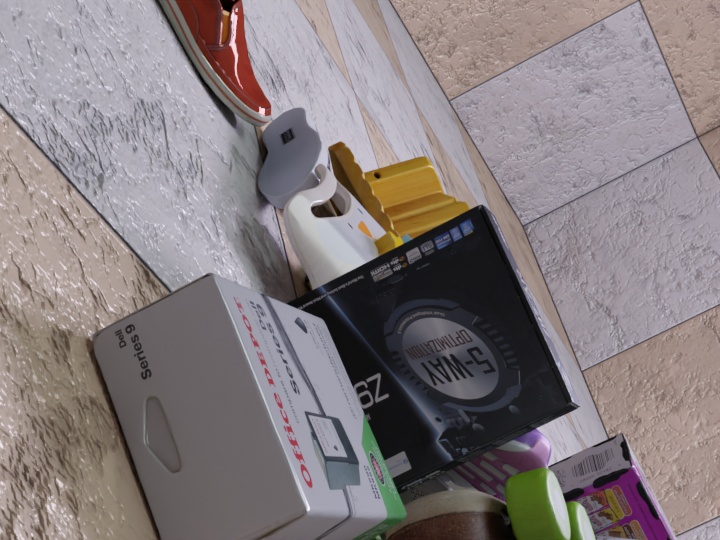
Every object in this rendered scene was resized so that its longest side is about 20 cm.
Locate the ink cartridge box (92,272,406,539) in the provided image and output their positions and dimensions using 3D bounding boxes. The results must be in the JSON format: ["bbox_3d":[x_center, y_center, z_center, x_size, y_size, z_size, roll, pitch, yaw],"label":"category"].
[{"bbox_3d":[-0.059,0.096,0.896,0.147,0.083,0.200,66,11,15],"label":"ink cartridge box"}]

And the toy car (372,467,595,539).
[{"bbox_3d":[0.083,0.260,1.031,0.158,0.163,0.202,47,29,-56],"label":"toy car"}]

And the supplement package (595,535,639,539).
[{"bbox_3d":[0.175,0.322,1.205,0.156,0.110,0.203,-9,102,-79],"label":"supplement package"}]

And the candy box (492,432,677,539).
[{"bbox_3d":[0.170,0.247,1.336,0.137,0.198,0.061,61,11,-20],"label":"candy box"}]

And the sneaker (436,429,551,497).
[{"bbox_3d":[0.078,0.123,1.212,0.080,0.089,0.199,43,-26,-26],"label":"sneaker"}]

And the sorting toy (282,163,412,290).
[{"bbox_3d":[0.000,0.000,1.296,0.181,0.106,0.200,56,22,-11],"label":"sorting toy"}]

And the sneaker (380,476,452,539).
[{"bbox_3d":[0.066,0.244,1.173,0.202,0.074,0.082,65,9,1],"label":"sneaker"}]

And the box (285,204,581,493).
[{"bbox_3d":[0.039,0.069,1.123,0.162,0.198,0.044,67,12,15],"label":"box"}]

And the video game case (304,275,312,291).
[{"bbox_3d":[0.010,0.065,1.471,0.182,0.025,0.200,63,10,-6],"label":"video game case"}]

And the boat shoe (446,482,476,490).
[{"bbox_3d":[0.080,0.180,1.338,0.202,0.073,0.064,-62,159,-52],"label":"boat shoe"}]

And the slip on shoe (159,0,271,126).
[{"bbox_3d":[-0.128,-0.218,1.375,0.201,0.061,0.074,61,9,-22],"label":"slip on shoe"}]

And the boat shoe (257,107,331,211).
[{"bbox_3d":[-0.055,-0.090,1.429,0.067,0.070,0.200,57,5,-23],"label":"boat shoe"}]

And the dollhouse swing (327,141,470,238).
[{"bbox_3d":[0.069,-0.045,1.563,0.177,0.180,0.201,102,-34,-53],"label":"dollhouse swing"}]
